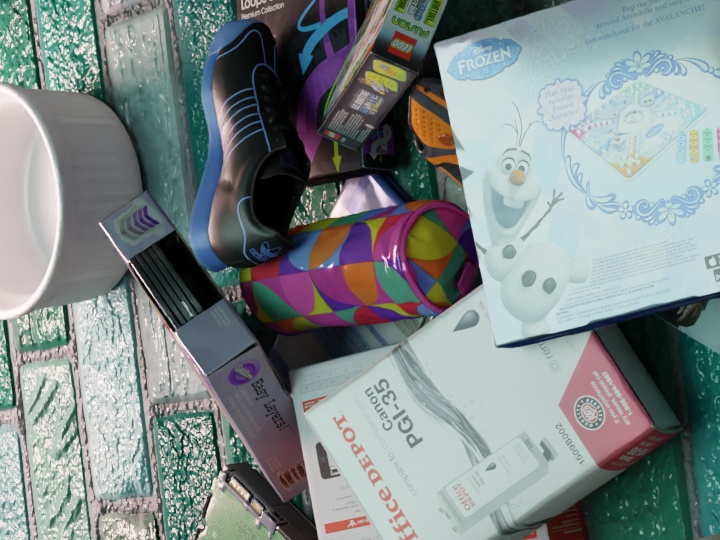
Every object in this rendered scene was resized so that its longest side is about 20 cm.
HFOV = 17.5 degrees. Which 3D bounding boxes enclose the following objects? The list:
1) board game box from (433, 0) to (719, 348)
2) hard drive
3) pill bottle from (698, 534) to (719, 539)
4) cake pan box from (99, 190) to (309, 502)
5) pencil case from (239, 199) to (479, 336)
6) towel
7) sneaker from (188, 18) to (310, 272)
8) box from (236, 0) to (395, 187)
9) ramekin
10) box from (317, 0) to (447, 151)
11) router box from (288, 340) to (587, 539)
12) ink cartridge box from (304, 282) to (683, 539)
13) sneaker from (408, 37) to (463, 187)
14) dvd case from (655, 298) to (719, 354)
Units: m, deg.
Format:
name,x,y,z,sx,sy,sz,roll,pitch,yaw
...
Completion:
name,x,y,z,sx,sy,sz,roll,pitch,yaw
board game box,0.160,-0.071,1.450,0.199,0.043,0.200,-15,81,23
hard drive,-0.090,0.273,1.868,0.140,0.038,0.201,39,123,40
pill bottle,0.227,0.208,1.357,0.114,0.200,0.115,7,100,48
cake pan box,-0.108,0.056,1.763,0.184,0.052,0.200,50,171,36
pencil case,0.000,0.000,1.674,0.200,0.088,0.089,-9,87,52
towel,0.004,0.034,1.747,0.147,0.024,0.200,48,125,38
sneaker,-0.071,-0.096,1.707,0.078,0.070,0.201,-10,66,34
box,-0.037,-0.165,1.756,0.143,0.036,0.201,-10,80,49
ramekin,-0.272,-0.062,2.001,0.200,0.097,0.201,8,100,49
box,0.022,-0.160,1.593,0.200,0.035,0.110,134,159,-74
router box,0.052,0.137,1.650,0.200,0.049,0.180,-15,82,37
ink cartridge box,0.086,0.100,1.539,0.200,0.083,0.147,-36,76,16
sneaker,0.098,-0.129,1.542,0.200,0.112,0.078,-52,13,37
dvd case,0.214,-0.065,1.494,0.146,0.022,0.201,35,117,42
